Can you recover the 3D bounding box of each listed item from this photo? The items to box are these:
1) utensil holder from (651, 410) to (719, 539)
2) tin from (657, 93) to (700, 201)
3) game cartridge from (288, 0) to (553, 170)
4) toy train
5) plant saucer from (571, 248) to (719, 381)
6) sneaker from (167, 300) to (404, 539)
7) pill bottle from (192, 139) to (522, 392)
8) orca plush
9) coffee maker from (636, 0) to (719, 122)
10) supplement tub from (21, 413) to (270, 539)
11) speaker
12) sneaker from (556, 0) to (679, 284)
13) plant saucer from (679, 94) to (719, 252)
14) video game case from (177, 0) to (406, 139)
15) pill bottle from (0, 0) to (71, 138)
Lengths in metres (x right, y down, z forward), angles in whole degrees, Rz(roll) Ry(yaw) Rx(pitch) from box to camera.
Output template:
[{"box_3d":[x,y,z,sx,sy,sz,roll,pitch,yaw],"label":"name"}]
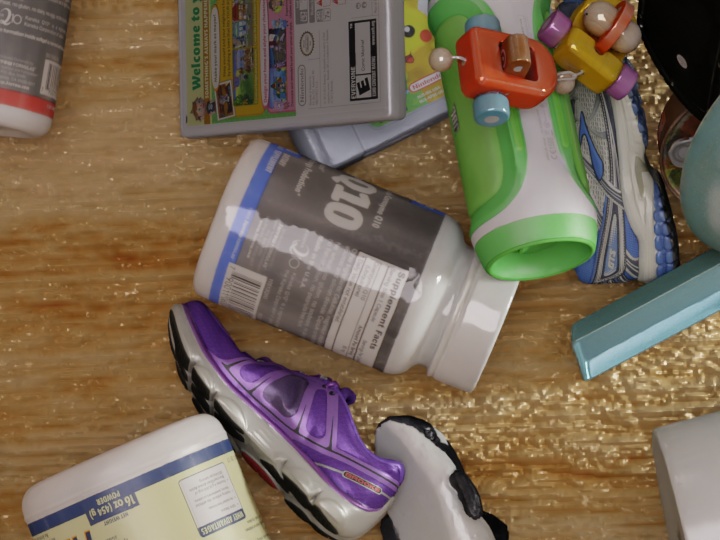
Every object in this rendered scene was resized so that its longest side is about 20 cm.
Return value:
[{"box_3d":[0.301,0.157,1.546,0.199,0.170,0.171,-12,87,2],"label":"utensil holder"},{"box_3d":[0.296,-0.089,1.593,0.199,0.042,0.112,-3,128,0],"label":"tin"},{"box_3d":[0.028,-0.162,1.633,0.199,0.040,0.134,-26,83,0],"label":"game cartridge"},{"box_3d":[0.116,-0.181,1.506,0.149,0.056,0.201,13,61,-27],"label":"toy train"},{"box_3d":[0.230,0.010,1.608,0.199,0.070,0.019,-29,62,-1],"label":"plant saucer"},{"box_3d":[-0.051,0.092,1.603,0.083,0.081,0.200,-42,79,-18],"label":"sneaker"},{"box_3d":[0.000,0.000,1.586,0.199,0.114,0.114,22,88,1],"label":"pill bottle"},{"box_3d":[0.082,0.181,1.595,0.071,0.105,0.200,-13,54,-38],"label":"orca plush"},{"box_3d":[0.291,-0.196,1.488,0.199,0.192,0.135,-20,78,-16],"label":"coffee maker"},{"box_3d":[-0.121,0.209,1.563,0.144,0.145,0.201,-24,87,0],"label":"supplement tub"},{"box_3d":[0.097,-0.099,1.549,0.088,0.089,0.201,-11,71,1],"label":"speaker"},{"box_3d":[0.151,-0.081,1.599,0.085,0.077,0.201,-14,97,10],"label":"sneaker"},{"box_3d":[0.294,-0.078,1.509,0.200,0.200,0.027,-32,49,-1],"label":"plant saucer"},{"box_3d":[-0.048,-0.193,1.589,0.181,0.022,0.201,-3,88,37],"label":"video game case"},{"box_3d":[-0.248,-0.196,1.600,0.115,0.116,0.201,8,87,2],"label":"pill bottle"}]
